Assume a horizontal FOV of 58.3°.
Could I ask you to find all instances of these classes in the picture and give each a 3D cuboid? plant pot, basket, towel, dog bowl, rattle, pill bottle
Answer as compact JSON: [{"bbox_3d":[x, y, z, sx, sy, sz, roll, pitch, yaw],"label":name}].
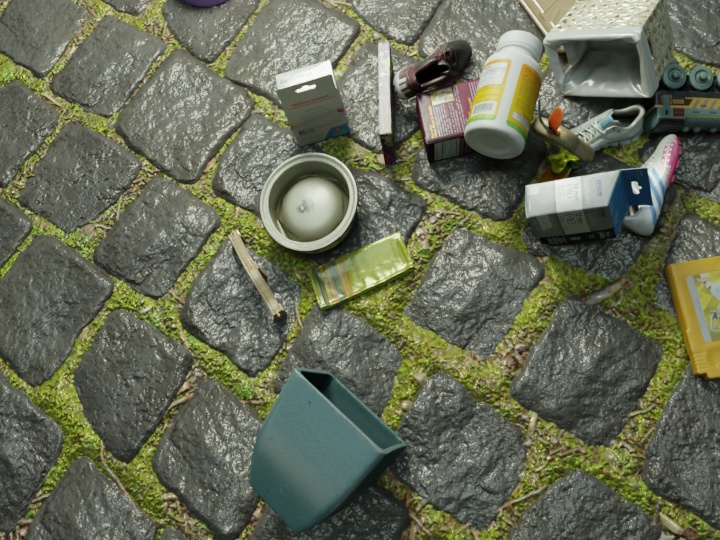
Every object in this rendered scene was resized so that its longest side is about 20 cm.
[{"bbox_3d":[-0.069,0.306,1.065,0.195,0.196,0.202,39,92,18],"label":"plant pot"},{"bbox_3d":[0.464,-0.415,1.197,0.198,0.136,0.124,21,65,48],"label":"basket"},{"bbox_3d":[0.000,0.000,1.235,0.195,0.018,0.088,-24,71,1],"label":"towel"},{"bbox_3d":[-0.094,-0.123,1.260,0.194,0.074,0.206,-3,73,8],"label":"dog bowl"},{"bbox_3d":[0.322,-0.200,1.127,0.143,0.199,0.131,-44,77,21],"label":"rattle"},{"bbox_3d":[0.262,-0.316,1.153,0.108,0.111,0.205,15,77,13],"label":"pill bottle"}]

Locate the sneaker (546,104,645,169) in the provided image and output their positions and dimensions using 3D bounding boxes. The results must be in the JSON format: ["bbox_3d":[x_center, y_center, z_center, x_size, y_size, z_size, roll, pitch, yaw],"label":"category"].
[{"bbox_3d":[0.442,-0.261,1.213,0.196,0.087,0.077,-25,72,2],"label":"sneaker"}]

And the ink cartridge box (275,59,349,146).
[{"bbox_3d":[-0.095,-0.334,1.260,0.112,0.201,0.070,-14,70,3],"label":"ink cartridge box"}]

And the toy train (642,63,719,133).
[{"bbox_3d":[0.619,-0.313,1.202,0.193,0.085,0.118,3,85,0],"label":"toy train"}]

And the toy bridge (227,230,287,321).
[{"bbox_3d":[-0.201,0.005,1.239,0.027,0.067,0.202,-32,70,-3],"label":"toy bridge"}]

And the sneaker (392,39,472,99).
[{"bbox_3d":[0.165,-0.398,1.266,0.198,0.115,0.077,-36,108,-17],"label":"sneaker"}]

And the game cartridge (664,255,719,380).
[{"bbox_3d":[0.635,0.075,1.103,0.171,0.033,0.206,-10,70,6],"label":"game cartridge"}]

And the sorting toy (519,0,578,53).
[{"bbox_3d":[0.438,-0.555,1.338,0.196,0.037,0.188,-27,70,-5],"label":"sorting toy"}]

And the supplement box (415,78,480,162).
[{"bbox_3d":[0.213,-0.298,1.260,0.194,0.086,0.114,-12,71,5],"label":"supplement box"}]

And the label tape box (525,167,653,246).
[{"bbox_3d":[0.395,-0.104,1.111,0.195,0.143,0.068,-4,69,27],"label":"label tape box"}]

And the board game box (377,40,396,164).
[{"bbox_3d":[0.053,-0.329,1.278,0.031,0.120,0.206,-4,71,10],"label":"board game box"}]

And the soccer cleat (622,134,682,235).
[{"bbox_3d":[0.524,-0.164,1.176,0.084,0.070,0.205,16,76,13],"label":"soccer cleat"}]
